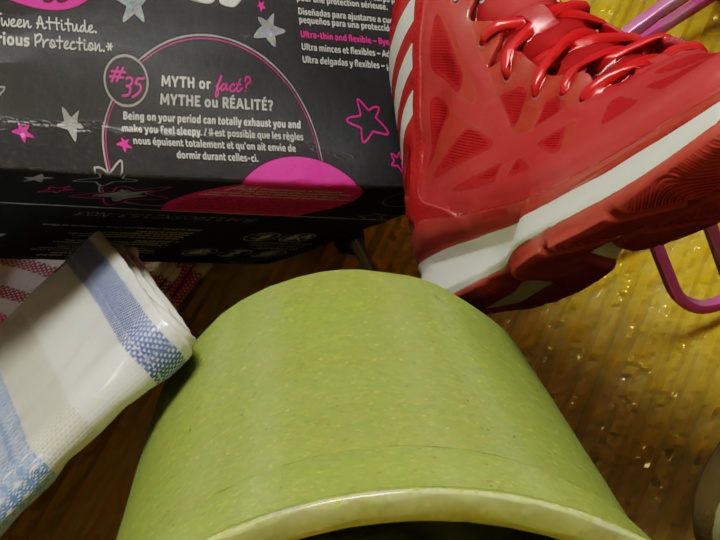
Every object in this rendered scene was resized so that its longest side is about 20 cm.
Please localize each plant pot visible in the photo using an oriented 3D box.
[{"bbox_3d":[0.003,0.096,0.696,0.200,0.200,0.190,-14,27,2],"label":"plant pot"}]

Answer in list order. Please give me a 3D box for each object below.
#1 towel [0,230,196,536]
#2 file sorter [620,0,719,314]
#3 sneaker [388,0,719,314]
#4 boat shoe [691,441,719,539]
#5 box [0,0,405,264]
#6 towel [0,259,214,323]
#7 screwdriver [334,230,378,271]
[{"bbox_3d":[-0.130,0.074,0.771,0.200,0.024,0.147,-47,17,-2],"label":"towel"},{"bbox_3d":[0.118,-0.079,0.867,0.125,0.139,0.200,-33,41,-8],"label":"file sorter"},{"bbox_3d":[0.056,-0.059,0.742,0.078,0.116,0.200,-11,-10,-32],"label":"sneaker"},{"bbox_3d":[0.191,0.035,0.782,0.200,0.073,0.065,-40,52,-16],"label":"boat shoe"},{"bbox_3d":[-0.081,-0.070,0.843,0.200,0.115,0.132,2,-12,-38],"label":"box"},{"bbox_3d":[-0.140,0.003,0.943,0.146,0.030,0.200,12,47,29],"label":"towel"},{"bbox_3d":[0.000,0.000,0.905,0.029,0.028,0.200,6,35,-20],"label":"screwdriver"}]
